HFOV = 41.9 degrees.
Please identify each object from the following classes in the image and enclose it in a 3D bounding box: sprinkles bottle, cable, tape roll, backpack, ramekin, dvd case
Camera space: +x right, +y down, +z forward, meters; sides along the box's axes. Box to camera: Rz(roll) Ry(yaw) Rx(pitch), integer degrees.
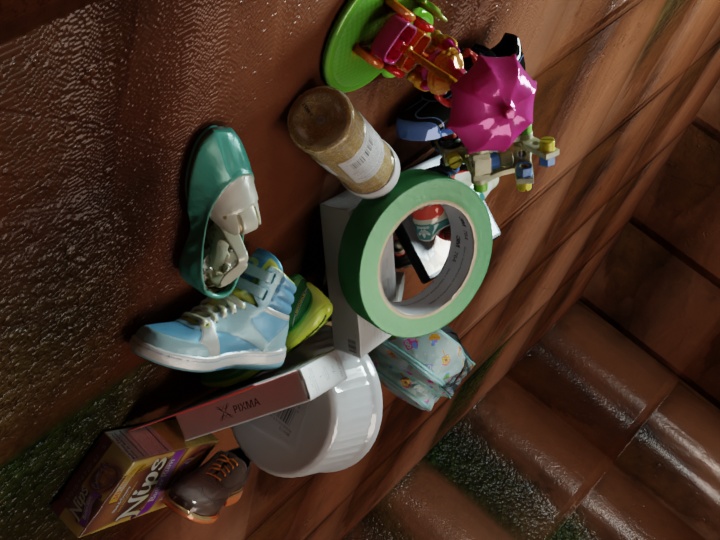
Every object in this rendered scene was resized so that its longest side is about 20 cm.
[{"bbox_3d":[-0.012,-0.128,0.977,0.068,0.068,0.200,-51,162,3],"label":"sprinkles bottle"},{"bbox_3d":[0.056,-0.027,1.343,0.200,0.097,0.050,-10,96,-73],"label":"cable"},{"bbox_3d":[0.068,-0.019,1.128,0.200,0.048,0.201,-14,116,-31],"label":"tape roll"},{"bbox_3d":[0.092,0.142,1.616,0.153,0.176,0.200,-50,159,-13],"label":"backpack"},{"bbox_3d":[-0.080,0.173,1.228,0.098,0.200,0.201,-3,131,-58],"label":"ramekin"},{"bbox_3d":[0.108,-0.079,1.271,0.018,0.143,0.200,-27,-178,41],"label":"dvd case"}]

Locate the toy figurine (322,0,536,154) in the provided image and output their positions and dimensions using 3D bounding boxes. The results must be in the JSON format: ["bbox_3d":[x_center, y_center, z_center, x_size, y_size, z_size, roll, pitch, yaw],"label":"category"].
[{"bbox_3d":[0.089,-0.185,0.917,0.150,0.184,0.200,-54,163,14],"label":"toy figurine"}]

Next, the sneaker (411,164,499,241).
[{"bbox_3d":[0.122,-0.089,1.240,0.200,0.070,0.094,-20,113,-57],"label":"sneaker"}]

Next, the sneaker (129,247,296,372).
[{"bbox_3d":[-0.149,0.036,0.994,0.200,0.079,0.131,4,104,-52],"label":"sneaker"}]

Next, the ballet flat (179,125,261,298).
[{"bbox_3d":[-0.124,-0.045,0.870,0.067,0.070,0.200,-36,158,-37],"label":"ballet flat"}]

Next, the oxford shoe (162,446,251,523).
[{"bbox_3d":[-0.189,0.263,1.186,0.073,0.071,0.200,-61,172,5],"label":"oxford shoe"}]

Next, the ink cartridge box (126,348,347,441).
[{"bbox_3d":[-0.141,0.157,1.101,0.200,0.045,0.176,-22,179,30],"label":"ink cartridge box"}]

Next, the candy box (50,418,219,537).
[{"bbox_3d":[-0.267,0.244,1.139,0.117,0.056,0.200,-53,161,11],"label":"candy box"}]

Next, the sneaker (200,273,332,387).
[{"bbox_3d":[-0.119,0.072,1.124,0.200,0.084,0.074,-37,174,24],"label":"sneaker"}]

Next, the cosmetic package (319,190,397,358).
[{"bbox_3d":[0.000,0.000,1.163,0.083,0.051,0.200,-30,125,-42],"label":"cosmetic package"}]

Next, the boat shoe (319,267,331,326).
[{"bbox_3d":[-0.033,0.043,1.296,0.066,0.074,0.200,-16,149,-20],"label":"boat shoe"}]

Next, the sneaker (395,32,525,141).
[{"bbox_3d":[0.119,-0.222,1.129,0.200,0.070,0.078,-30,128,-29],"label":"sneaker"}]

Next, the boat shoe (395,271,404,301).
[{"bbox_3d":[0.024,0.036,1.335,0.200,0.064,0.071,129,-30,-85],"label":"boat shoe"}]

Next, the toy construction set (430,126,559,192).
[{"bbox_3d":[0.158,-0.161,1.173,0.200,0.131,0.092,-105,-174,-70],"label":"toy construction set"}]

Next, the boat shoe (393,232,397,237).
[{"bbox_3d":[0.075,-0.069,1.307,0.072,0.076,0.200,-31,165,37],"label":"boat shoe"}]
